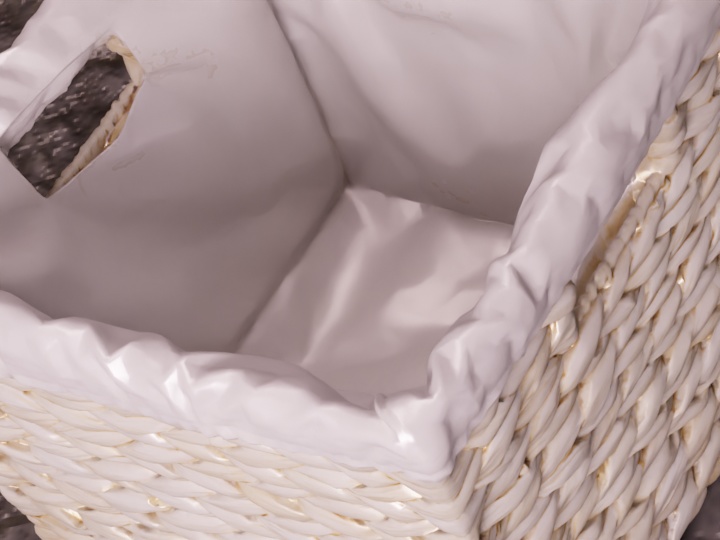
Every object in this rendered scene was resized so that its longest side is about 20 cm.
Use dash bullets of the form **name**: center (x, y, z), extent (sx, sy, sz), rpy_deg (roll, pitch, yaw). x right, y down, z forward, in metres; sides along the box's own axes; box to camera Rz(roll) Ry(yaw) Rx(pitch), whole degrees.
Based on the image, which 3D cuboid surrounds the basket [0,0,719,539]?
- **basket**: center (0.000, 0.000, 0.709), extent (0.199, 0.161, 0.199), rpy_deg (13, 55, 31)
